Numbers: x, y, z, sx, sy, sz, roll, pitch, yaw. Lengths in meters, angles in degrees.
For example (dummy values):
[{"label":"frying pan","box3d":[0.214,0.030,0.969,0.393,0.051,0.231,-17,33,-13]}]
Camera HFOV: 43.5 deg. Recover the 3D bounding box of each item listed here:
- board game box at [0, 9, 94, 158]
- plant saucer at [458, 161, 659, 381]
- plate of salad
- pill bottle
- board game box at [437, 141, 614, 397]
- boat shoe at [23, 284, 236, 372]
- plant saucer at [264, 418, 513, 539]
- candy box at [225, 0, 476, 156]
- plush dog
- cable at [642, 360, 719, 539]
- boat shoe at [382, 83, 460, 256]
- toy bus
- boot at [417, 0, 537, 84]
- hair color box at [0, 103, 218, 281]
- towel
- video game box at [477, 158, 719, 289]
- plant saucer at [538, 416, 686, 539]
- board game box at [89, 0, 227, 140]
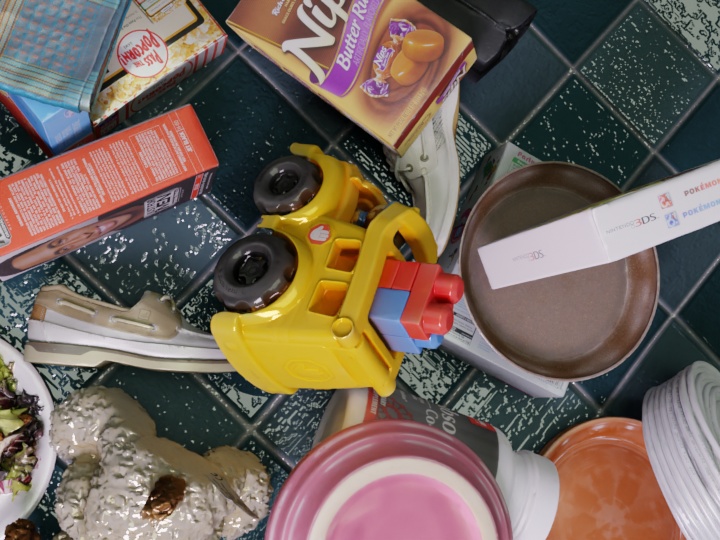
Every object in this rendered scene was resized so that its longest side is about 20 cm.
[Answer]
[{"label":"board game box","box3d":[-0.299,-0.186,0.736,0.040,0.153,0.200,-40,92,-16]},{"label":"plant saucer","box3d":[0.178,0.001,0.825,0.200,0.032,0.201,2,81,-14]},{"label":"plate of salad","box3d":[-0.349,0.140,0.726,0.199,0.048,0.201,2,80,-14]},{"label":"pill bottle","box3d":[0.062,0.176,0.788,0.200,0.116,0.116,22,76,-11]},{"label":"board game box","box3d":[0.155,0.001,0.868,0.147,0.064,0.200,28,77,-9]},{"label":"boat shoe","box3d":[-0.179,0.051,0.769,0.199,0.075,0.069,6,81,-15]},{"label":"plant saucer","box3d":[0.028,0.217,0.691,0.200,0.051,0.201,1,85,-13]},{"label":"candy box","box3d":[-0.009,-0.210,0.820,0.200,0.056,0.117,38,93,14]},{"label":"plush dog","box3d":[-0.182,0.214,0.711,0.200,0.160,0.172,28,99,-14]},{"label":"cable","box3d":[0.336,0.186,0.834,0.200,0.069,0.200,39,35,-26]},{"label":"boat shoe","box3d":[0.054,-0.110,0.859,0.069,0.071,0.201,5,71,-13]},{"label":"toy bus","box3d":[0.000,0.000,0.739,0.192,0.136,0.200,2,58,28]},{"label":"boot","box3d":[0.088,-0.297,0.870,0.200,0.066,0.165,38,85,15]},{"label":"hair color box","box3d":[-0.225,-0.064,0.762,0.200,0.102,0.061,-25,88,-16]},{"label":"towel","box3d":[-0.271,-0.210,0.657,0.199,0.022,0.147,18,78,-10]},{"label":"video game box","box3d":[0.214,-0.041,0.722,0.182,0.200,0.047,-17,88,-16]},{"label":"plant saucer","box3d":[0.242,0.242,0.867,0.200,0.032,0.201,2,81,-15]},{"label":"board game box","box3d":[-0.242,-0.242,0.814,0.151,0.046,0.200,-39,92,-17]}]
